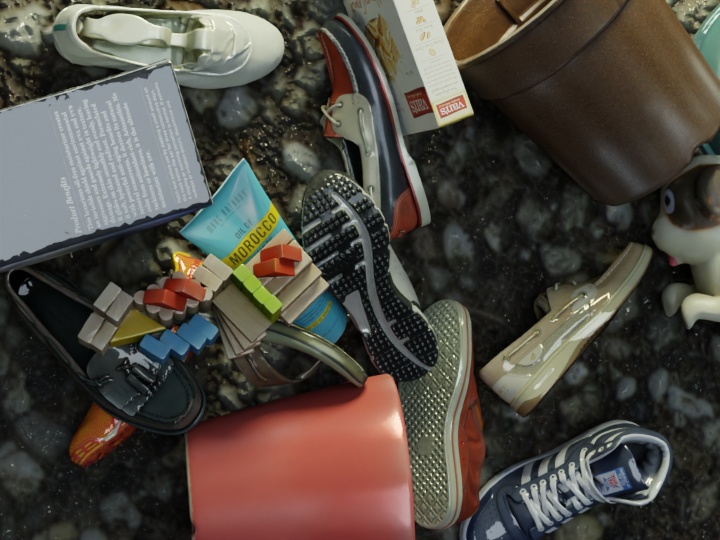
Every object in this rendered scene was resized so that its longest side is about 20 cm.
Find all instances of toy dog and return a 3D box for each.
[{"bbox_3d":[0.348,-0.016,1.613,0.200,0.140,0.194,39,105,-7],"label":"toy dog"}]

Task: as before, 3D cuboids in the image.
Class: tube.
[{"bbox_3d":[-0.076,-0.006,1.502,0.078,0.050,0.200,-53,138,-14],"label":"tube"}]

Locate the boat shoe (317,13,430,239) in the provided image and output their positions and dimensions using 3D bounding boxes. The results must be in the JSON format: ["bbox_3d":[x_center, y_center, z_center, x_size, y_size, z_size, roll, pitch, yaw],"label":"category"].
[{"bbox_3d":[-0.001,-0.120,1.568,0.062,0.071,0.201,-22,100,-11],"label":"boat shoe"}]

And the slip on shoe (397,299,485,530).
[{"bbox_3d":[0.076,0.126,1.598,0.061,0.074,0.201,6,82,-50],"label":"slip on shoe"}]

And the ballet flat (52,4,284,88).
[{"bbox_3d":[-0.157,-0.191,1.524,0.199,0.069,0.070,4,90,-15],"label":"ballet flat"}]

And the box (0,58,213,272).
[{"bbox_3d":[-0.240,-0.076,1.435,0.198,0.200,0.124,-17,95,-13],"label":"box"}]

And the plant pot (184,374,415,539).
[{"bbox_3d":[-0.053,0.192,1.502,0.177,0.200,0.201,-4,92,-6],"label":"plant pot"}]

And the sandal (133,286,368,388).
[{"bbox_3d":[-0.092,0.063,1.480,0.200,0.080,0.058,16,91,-3],"label":"sandal"}]

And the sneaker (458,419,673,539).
[{"bbox_3d":[0.183,0.195,1.598,0.200,0.108,0.070,-30,98,-13],"label":"sneaker"}]

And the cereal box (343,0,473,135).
[{"bbox_3d":[0.026,-0.213,1.533,0.039,0.144,0.201,-21,95,-14],"label":"cereal box"}]

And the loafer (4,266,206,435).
[{"bbox_3d":[-0.213,0.063,1.466,0.200,0.063,0.072,35,83,21],"label":"loafer"}]

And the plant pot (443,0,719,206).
[{"bbox_3d":[0.200,-0.174,1.563,0.200,0.200,0.198,-47,108,-10],"label":"plant pot"}]

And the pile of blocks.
[{"bbox_3d":[-0.120,0.028,1.408,0.199,0.062,0.082,-19,79,-10],"label":"pile of blocks"}]

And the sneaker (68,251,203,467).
[{"bbox_3d":[-0.188,0.075,1.526,0.077,0.073,0.200,34,74,1],"label":"sneaker"}]

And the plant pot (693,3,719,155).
[{"bbox_3d":[0.419,-0.168,1.613,0.200,0.196,0.201,0,92,-15],"label":"plant pot"}]

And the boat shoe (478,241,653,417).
[{"bbox_3d":[0.185,0.039,1.618,0.065,0.072,0.200,40,72,9],"label":"boat shoe"}]

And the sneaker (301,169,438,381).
[{"bbox_3d":[0.000,0.000,1.543,0.074,0.080,0.200,-24,115,1],"label":"sneaker"}]
